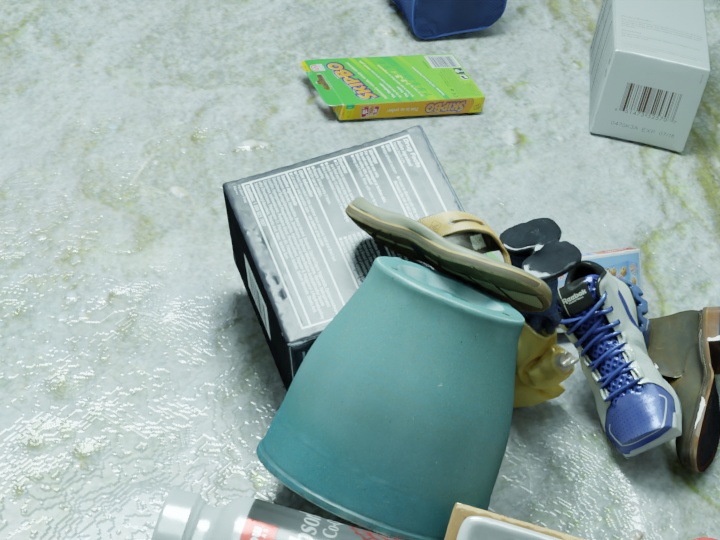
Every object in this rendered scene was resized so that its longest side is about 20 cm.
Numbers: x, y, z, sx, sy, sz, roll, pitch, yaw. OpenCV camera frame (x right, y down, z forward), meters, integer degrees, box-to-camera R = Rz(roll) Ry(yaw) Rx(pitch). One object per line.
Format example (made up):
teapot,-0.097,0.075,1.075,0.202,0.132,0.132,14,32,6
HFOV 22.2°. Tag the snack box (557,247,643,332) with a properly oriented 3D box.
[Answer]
snack box,0.191,0.025,1.803,0.198,0.073,0.024,-8,6,-26

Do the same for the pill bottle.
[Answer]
pill bottle,-0.062,0.240,1.403,0.198,0.117,0.116,16,36,3

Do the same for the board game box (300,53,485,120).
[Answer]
board game box,0.035,-0.211,2.098,0.198,0.030,0.096,-3,39,-26

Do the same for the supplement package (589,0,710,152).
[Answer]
supplement package,0.338,-0.249,2.170,0.116,0.118,0.201,12,37,-1

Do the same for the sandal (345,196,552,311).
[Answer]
sandal,0.078,-0.026,1.560,0.199,0.080,0.054,27,79,26

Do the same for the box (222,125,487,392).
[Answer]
box,0.000,0.000,1.673,0.197,0.124,0.201,-17,54,-10

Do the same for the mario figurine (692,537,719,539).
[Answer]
mario figurine,0.275,0.290,1.452,0.122,0.107,0.201,2,41,-2

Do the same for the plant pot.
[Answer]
plant pot,0.039,0.098,1.500,0.198,0.189,0.200,21,8,-3

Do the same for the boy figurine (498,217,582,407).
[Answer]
boy figurine,0.158,0.055,1.642,0.064,0.201,0.125,-22,45,-18

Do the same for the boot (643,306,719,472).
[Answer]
boot,0.294,0.114,1.744,0.096,0.075,0.201,-1,39,19

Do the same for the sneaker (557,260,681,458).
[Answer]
sneaker,0.221,0.068,1.691,0.115,0.080,0.201,38,31,-42

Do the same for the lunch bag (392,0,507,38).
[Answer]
lunch bag,0.098,-0.399,2.221,0.135,0.201,0.133,-10,39,-21

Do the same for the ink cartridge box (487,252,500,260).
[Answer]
ink cartridge box,0.062,-0.009,1.827,0.199,0.048,0.146,-17,46,-31

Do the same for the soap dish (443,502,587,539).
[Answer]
soap dish,0.144,0.282,1.398,0.198,0.081,0.159,16,71,4
